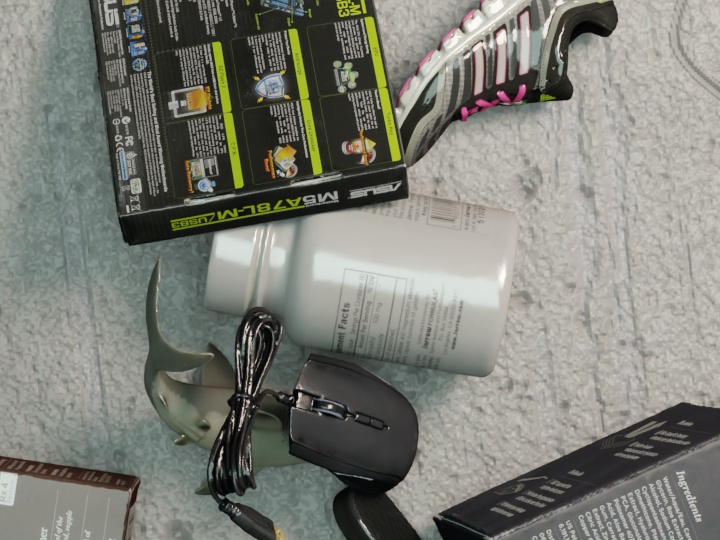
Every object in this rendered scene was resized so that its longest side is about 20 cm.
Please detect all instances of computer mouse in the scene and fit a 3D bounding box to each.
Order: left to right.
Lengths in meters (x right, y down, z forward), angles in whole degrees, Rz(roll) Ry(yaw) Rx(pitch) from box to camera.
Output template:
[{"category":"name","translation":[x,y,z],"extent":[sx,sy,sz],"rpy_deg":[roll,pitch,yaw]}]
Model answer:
[{"category":"computer mouse","translation":[-0.020,0.121,1.684],"extent":[0.046,0.200,0.141],"rpy_deg":[-1,65,38]}]

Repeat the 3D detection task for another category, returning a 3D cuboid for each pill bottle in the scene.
[{"category":"pill bottle","translation":[0.000,0.000,1.726],"extent":[0.199,0.114,0.115],"rpy_deg":[10,91,0]}]

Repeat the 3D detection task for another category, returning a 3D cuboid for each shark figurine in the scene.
[{"category":"shark figurine","translation":[-0.101,0.076,1.735],"extent":[0.128,0.214,0.090],"rpy_deg":[-28,50,27]}]

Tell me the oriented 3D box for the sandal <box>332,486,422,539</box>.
[{"category":"sandal","translation":[0.040,0.236,1.765],"extent":[0.048,0.075,0.201],"rpy_deg":[-36,84,25]}]

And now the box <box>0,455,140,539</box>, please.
[{"category":"box","translation":[-0.255,0.176,1.748],"extent":[0.199,0.075,0.101],"rpy_deg":[8,92,0]}]

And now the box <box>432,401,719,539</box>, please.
[{"category":"box","translation":[0.173,0.178,1.684],"extent":[0.199,0.197,0.118],"rpy_deg":[-24,93,-8]}]

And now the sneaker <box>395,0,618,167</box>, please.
[{"category":"sneaker","translation":[0.098,-0.134,1.745],"extent":[0.087,0.074,0.200],"rpy_deg":[44,85,4]}]

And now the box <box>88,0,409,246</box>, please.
[{"category":"box","translation":[-0.077,-0.124,1.710],"extent":[0.192,0.048,0.201],"rpy_deg":[-10,60,-3]}]
